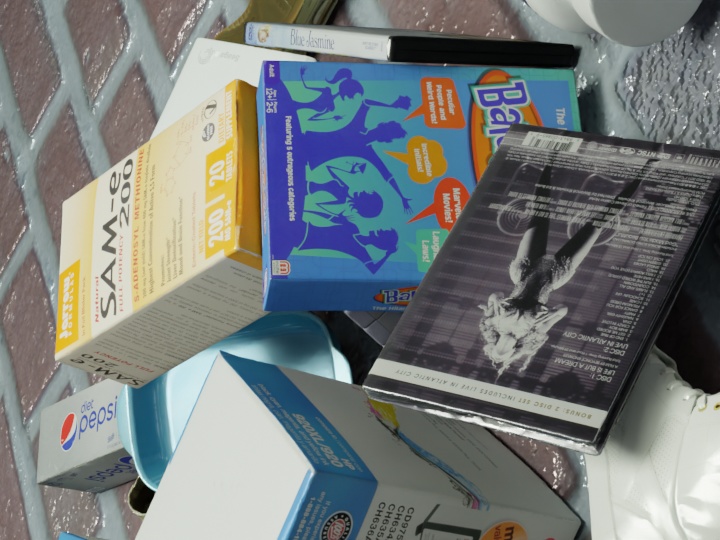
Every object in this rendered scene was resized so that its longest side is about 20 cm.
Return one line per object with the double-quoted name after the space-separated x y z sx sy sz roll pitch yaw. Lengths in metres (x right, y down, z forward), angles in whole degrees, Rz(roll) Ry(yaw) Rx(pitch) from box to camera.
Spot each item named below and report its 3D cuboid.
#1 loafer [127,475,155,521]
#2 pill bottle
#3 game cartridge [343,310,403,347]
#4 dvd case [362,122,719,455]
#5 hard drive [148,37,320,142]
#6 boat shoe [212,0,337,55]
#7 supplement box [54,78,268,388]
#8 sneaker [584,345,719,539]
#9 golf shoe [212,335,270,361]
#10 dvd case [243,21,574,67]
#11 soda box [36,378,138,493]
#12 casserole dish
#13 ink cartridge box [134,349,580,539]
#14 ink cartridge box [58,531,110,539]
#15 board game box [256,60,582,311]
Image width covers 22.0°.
-0.108 0.145 1.387 0.200 0.068 0.076 -48 41 34 "loafer"
0.128 -0.212 1.128 0.112 0.110 0.200 -63 33 18 "pill bottle"
0.000 0.000 1.227 0.038 0.130 0.200 -38 39 4 "game cartridge"
0.107 0.004 1.030 0.148 0.016 0.201 11 57 34 "dvd case"
-0.111 -0.067 1.328 0.131 0.026 0.201 15 78 43 "hard drive"
-0.068 -0.186 1.485 0.073 0.063 0.201 50 129 25 "boat shoe"
-0.116 -0.020 1.211 0.199 0.073 0.127 -30 51 40 "supplement box"
0.176 0.076 0.987 0.115 0.073 0.201 -30 47 30 "sneaker"
-0.090 0.000 1.414 0.095 0.077 0.200 -62 35 19 "golf shoe"
0.028 -0.151 1.230 0.200 0.142 0.018 17 106 58 "dvd case"
-0.199 0.132 1.541 0.199 0.063 0.069 -26 57 51 "soda box"
-0.084 0.095 1.319 0.198 0.039 0.122 -11 82 28 "casserole dish"
-0.004 0.161 1.095 0.145 0.199 0.148 42 112 53 "ink cartridge box"
-0.184 0.309 1.381 0.144 0.084 0.202 3 79 58 "ink cartridge box"
0.038 -0.051 1.122 0.045 0.198 0.153 108 161 -61 "board game box"
